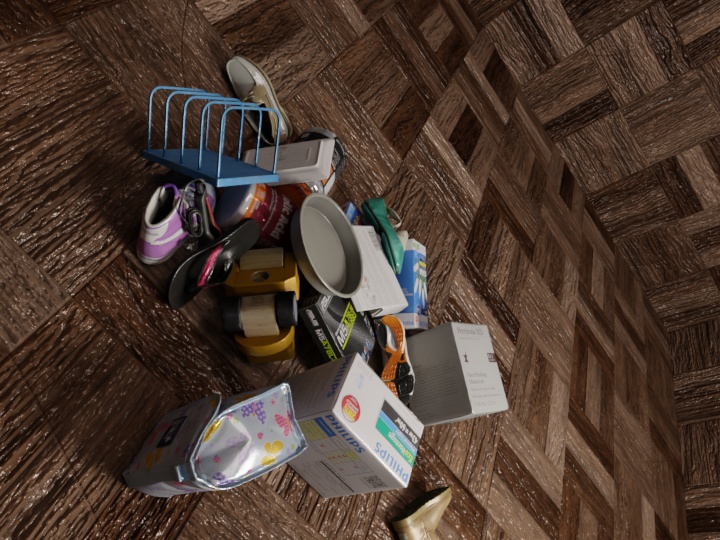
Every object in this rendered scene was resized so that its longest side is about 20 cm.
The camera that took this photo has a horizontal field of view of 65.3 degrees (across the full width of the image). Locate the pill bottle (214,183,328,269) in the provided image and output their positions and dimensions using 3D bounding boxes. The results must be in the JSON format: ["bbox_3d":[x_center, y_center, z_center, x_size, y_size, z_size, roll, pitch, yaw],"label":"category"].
[{"bbox_3d":[-0.163,-0.086,1.061,0.199,0.113,0.116,31,48,-36],"label":"pill bottle"}]

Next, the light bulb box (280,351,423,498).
[{"bbox_3d":[-0.034,0.269,0.952,0.199,0.199,0.125,49,40,-19],"label":"light bulb box"}]

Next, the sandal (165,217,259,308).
[{"bbox_3d":[-0.234,-0.012,0.917,0.200,0.045,0.076,-44,150,-23],"label":"sandal"}]

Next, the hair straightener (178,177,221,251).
[{"bbox_3d":[-0.254,-0.062,0.906,0.040,0.202,0.078,16,48,8],"label":"hair straightener"}]

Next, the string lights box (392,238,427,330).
[{"bbox_3d":[0.115,0.037,1.320,0.103,0.058,0.204,20,67,-65],"label":"string lights box"}]

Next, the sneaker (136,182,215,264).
[{"bbox_3d":[-0.288,-0.109,0.915,0.072,0.115,0.202,23,45,-3],"label":"sneaker"}]

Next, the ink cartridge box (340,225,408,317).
[{"bbox_3d":[0.000,0.000,1.179,0.172,0.043,0.202,-3,64,-49],"label":"ink cartridge box"}]

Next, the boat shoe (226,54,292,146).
[{"bbox_3d":[-0.218,-0.356,1.178,0.201,0.074,0.069,54,33,-15],"label":"boat shoe"}]

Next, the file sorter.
[{"bbox_3d":[-0.248,-0.229,0.945,0.138,0.198,0.125,-18,124,-52],"label":"file sorter"}]

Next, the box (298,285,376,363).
[{"bbox_3d":[-0.038,0.104,1.102,0.200,0.047,0.195,-65,135,-63],"label":"box"}]

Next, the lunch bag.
[{"bbox_3d":[-0.205,0.242,0.787,0.199,0.168,0.129,-13,82,-51],"label":"lunch bag"}]

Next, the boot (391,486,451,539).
[{"bbox_3d":[0.152,0.564,1.128,0.174,0.066,0.203,-16,82,-40],"label":"boot"}]

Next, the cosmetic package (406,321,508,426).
[{"bbox_3d":[0.209,0.238,1.287,0.164,0.164,0.203,9,63,-48],"label":"cosmetic package"}]

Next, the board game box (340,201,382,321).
[{"bbox_3d":[0.006,-0.023,1.289,0.199,0.041,0.202,43,43,-27],"label":"board game box"}]

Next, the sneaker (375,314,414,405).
[{"bbox_3d":[0.079,0.194,1.229,0.092,0.074,0.204,-20,105,-82],"label":"sneaker"}]

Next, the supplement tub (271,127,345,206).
[{"bbox_3d":[-0.114,-0.203,1.179,0.123,0.122,0.201,48,40,-20],"label":"supplement tub"}]

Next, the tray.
[{"bbox_3d":[-0.151,-0.212,1.090,0.022,0.197,0.109,66,24,-51],"label":"tray"}]

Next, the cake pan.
[{"bbox_3d":[-0.062,-0.043,1.037,0.200,0.036,0.203,40,40,-45],"label":"cake pan"}]

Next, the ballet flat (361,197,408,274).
[{"bbox_3d":[0.068,-0.088,1.274,0.069,0.068,0.202,-20,64,-9],"label":"ballet flat"}]

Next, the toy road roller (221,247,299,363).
[{"bbox_3d":[-0.165,0.067,0.973,0.201,0.121,0.148,-97,-177,-52],"label":"toy road roller"}]
